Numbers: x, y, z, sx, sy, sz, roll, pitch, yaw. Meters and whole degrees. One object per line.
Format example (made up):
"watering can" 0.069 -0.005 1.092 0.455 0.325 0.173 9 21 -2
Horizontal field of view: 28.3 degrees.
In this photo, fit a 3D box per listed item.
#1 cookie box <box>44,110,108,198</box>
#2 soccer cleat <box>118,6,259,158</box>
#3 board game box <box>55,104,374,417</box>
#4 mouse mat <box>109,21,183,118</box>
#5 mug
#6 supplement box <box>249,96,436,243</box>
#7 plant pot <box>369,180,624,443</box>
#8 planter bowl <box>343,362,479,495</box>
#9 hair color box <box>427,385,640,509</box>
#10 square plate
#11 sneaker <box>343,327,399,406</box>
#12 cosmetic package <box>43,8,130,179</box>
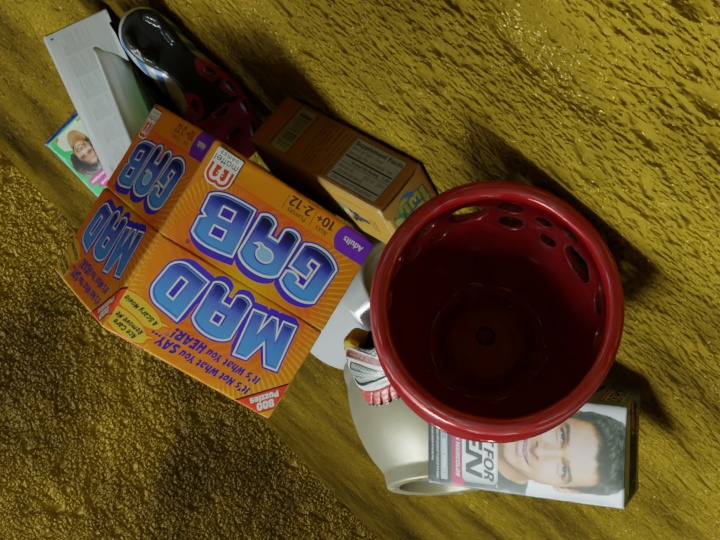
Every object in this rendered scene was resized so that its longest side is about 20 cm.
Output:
"cookie box" -0.282 -0.138 1.812 0.200 0.075 0.172 46 -157 -13
"soccer cleat" -0.180 -0.205 1.537 0.200 0.070 0.086 49 180 -12
"board game box" -0.148 -0.014 1.411 0.199 0.201 0.200 32 180 -29
"mouse mat" -0.206 -0.185 1.596 0.161 0.008 0.201 44 -169 -47
"mug" 0.000 0.010 1.503 0.186 0.150 0.153 38 160 -9
"supplement box" -0.016 -0.095 1.377 0.199 0.069 0.067 34 166 39
"plant pot" 0.107 0.048 1.175 0.200 0.201 0.183 40 169 10
"planter bowl" 0.084 0.165 1.523 0.197 0.137 0.201 -3 162 -1
"hair color box" 0.165 0.160 1.370 0.197 0.100 0.061 4 -168 24
"square plate" -0.223 -0.152 1.612 0.198 0.028 0.202 -3 -110 -81
"sneaker" 0.068 0.058 1.382 0.083 0.199 0.078 58 -159 -10
"cosmetic package" -0.296 -0.197 1.688 0.202 0.082 0.051 67 167 -8
